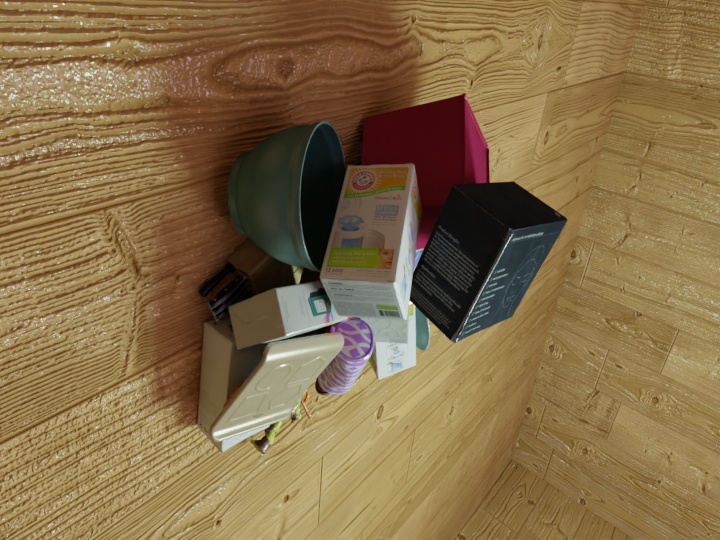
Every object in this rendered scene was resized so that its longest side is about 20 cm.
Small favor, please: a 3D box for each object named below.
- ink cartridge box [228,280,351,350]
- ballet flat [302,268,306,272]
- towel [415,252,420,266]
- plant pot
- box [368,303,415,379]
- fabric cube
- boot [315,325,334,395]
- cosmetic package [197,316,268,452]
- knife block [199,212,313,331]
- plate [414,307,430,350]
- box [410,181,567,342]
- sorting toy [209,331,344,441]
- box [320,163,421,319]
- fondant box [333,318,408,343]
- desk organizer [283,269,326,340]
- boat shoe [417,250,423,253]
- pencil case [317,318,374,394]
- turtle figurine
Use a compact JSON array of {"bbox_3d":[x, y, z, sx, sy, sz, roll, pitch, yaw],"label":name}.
[{"bbox_3d":[-0.090,0.061,0.819,0.197,0.114,0.070,-9,82,-53],"label":"ink cartridge box"},{"bbox_3d":[-0.080,-0.098,0.912,0.046,0.066,0.208,-2,106,-53],"label":"ballet flat"},{"bbox_3d":[0.138,0.022,1.318,0.146,0.023,0.205,-57,151,-42],"label":"towel"},{"bbox_3d":[-0.108,-0.107,0.765,0.200,0.129,0.209,4,90,-74],"label":"plant pot"},{"bbox_3d":[0.058,0.121,1.184,0.098,0.114,0.205,-17,130,-14],"label":"box"},{"bbox_3d":[0.125,-0.168,0.978,0.195,0.193,0.208,32,56,-58],"label":"fabric cube"},{"bbox_3d":[-0.058,0.128,1.087,0.189,0.062,0.204,-60,154,-33],"label":"boot"},{"bbox_3d":[-0.204,0.178,0.889,0.111,0.080,0.207,-17,125,-48],"label":"cosmetic package"},{"bbox_3d":[-0.165,-0.011,0.837,0.173,0.063,0.207,2,110,-57],"label":"knife block"},{"bbox_3d":[0.107,0.086,1.213,0.025,0.202,0.206,-14,130,-12],"label":"plate"},{"bbox_3d":[0.198,-0.021,0.843,0.196,0.124,0.201,-11,134,-46],"label":"box"},{"bbox_3d":[-0.133,0.177,0.846,0.182,0.037,0.202,-2,133,-54],"label":"sorting toy"},{"bbox_3d":[0.022,-0.045,0.780,0.103,0.108,0.206,67,30,-54],"label":"box"},{"bbox_3d":[0.017,0.054,0.944,0.203,0.138,0.060,83,12,-52],"label":"fondant box"},{"bbox_3d":[-0.099,0.071,0.972,0.072,0.074,0.208,12,92,-75],"label":"desk organizer"},{"bbox_3d":[0.106,-0.063,1.204,0.198,0.074,0.067,-22,135,-43],"label":"boat shoe"},{"bbox_3d":[-0.033,0.162,0.978,0.202,0.082,0.087,110,-16,-55],"label":"pencil case"},{"bbox_3d":[-0.152,0.279,1.046,0.161,0.063,0.204,-45,143,-30],"label":"turtle figurine"}]
